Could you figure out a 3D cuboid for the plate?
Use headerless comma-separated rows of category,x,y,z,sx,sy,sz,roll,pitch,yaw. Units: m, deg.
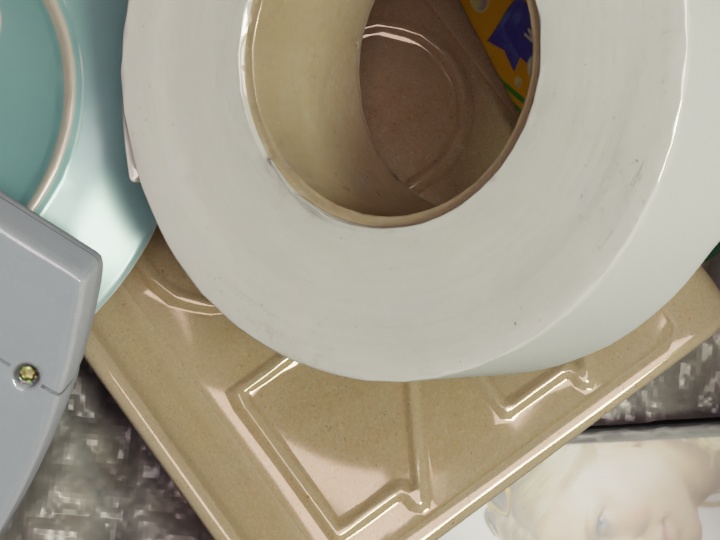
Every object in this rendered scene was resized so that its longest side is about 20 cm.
plate,-0.158,-0.056,0.820,0.200,0.026,0.201,-2,80,11

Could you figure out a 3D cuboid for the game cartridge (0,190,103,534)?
game cartridge,-0.174,0.049,0.796,0.133,0.042,0.200,31,112,-8

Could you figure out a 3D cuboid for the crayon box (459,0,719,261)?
crayon box,0.088,-0.112,0.812,0.051,0.126,0.200,-15,71,-35

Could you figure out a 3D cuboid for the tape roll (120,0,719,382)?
tape roll,0.024,-0.065,0.754,0.202,0.071,0.203,0,91,31

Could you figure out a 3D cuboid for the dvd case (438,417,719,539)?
dvd case,0.065,0.128,0.871,0.199,0.018,0.143,-3,87,-7

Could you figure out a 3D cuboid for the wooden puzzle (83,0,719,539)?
wooden puzzle,0.000,0.000,0.851,0.200,0.046,0.185,-35,82,-13
